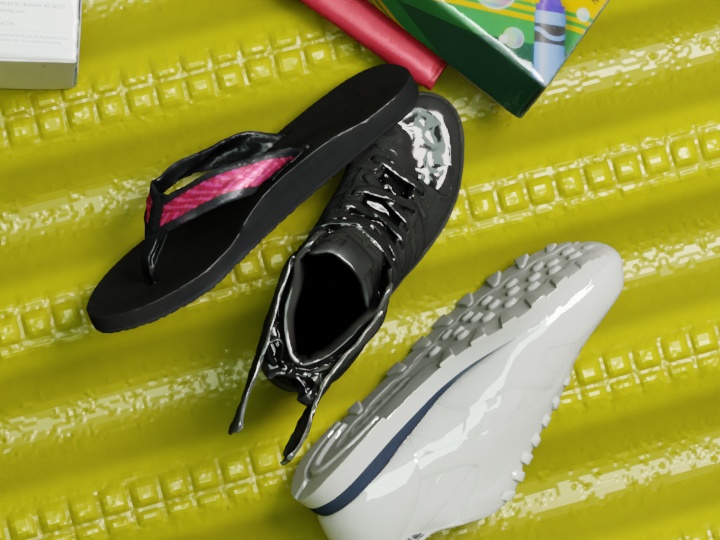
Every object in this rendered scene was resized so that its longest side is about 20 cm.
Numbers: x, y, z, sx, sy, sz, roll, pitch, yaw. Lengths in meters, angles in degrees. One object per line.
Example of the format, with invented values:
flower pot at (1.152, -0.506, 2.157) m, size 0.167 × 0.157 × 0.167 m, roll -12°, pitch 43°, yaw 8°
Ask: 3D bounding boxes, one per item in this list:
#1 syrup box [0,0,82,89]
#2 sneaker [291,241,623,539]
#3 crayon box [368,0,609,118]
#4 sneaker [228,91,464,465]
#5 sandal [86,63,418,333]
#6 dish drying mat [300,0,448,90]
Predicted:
syrup box at (-0.172, -0.194, 1.067) m, size 0.081 × 0.079 × 0.202 m, roll 2°, pitch 86°, yaw -8°
sneaker at (0.060, 0.067, 1.079) m, size 0.200 × 0.076 × 0.081 m, roll -42°, pitch 101°, yaw -2°
crayon box at (0.040, -0.188, 1.087) m, size 0.199 × 0.052 × 0.126 m, roll 37°, pitch 69°, yaw -1°
sneaker at (-0.003, -0.002, 1.055) m, size 0.060 × 0.104 × 0.201 m, roll 30°, pitch 83°, yaw -1°
sandal at (-0.060, -0.046, 1.066) m, size 0.200 × 0.075 × 0.045 m, roll -41°, pitch 120°, yaw -10°
dish drying mat at (-0.026, -0.177, 1.107) m, size 0.199 × 0.018 × 0.077 m, roll 35°, pitch 73°, yaw -2°
